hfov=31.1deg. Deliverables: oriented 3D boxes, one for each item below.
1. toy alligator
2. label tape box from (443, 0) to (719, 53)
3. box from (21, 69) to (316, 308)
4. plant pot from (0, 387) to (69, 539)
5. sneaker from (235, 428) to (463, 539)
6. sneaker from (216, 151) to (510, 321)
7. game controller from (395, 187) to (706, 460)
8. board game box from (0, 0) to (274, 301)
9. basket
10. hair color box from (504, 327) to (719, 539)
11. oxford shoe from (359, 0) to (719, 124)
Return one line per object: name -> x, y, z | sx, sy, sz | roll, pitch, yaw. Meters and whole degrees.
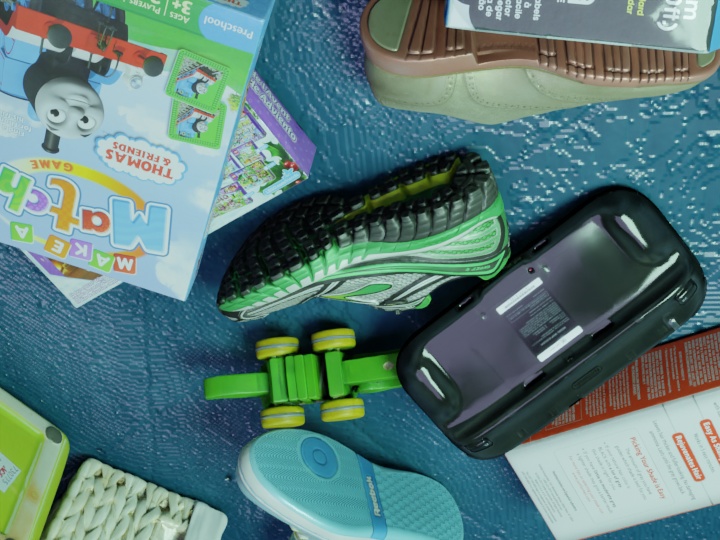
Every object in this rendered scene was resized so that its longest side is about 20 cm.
toy alligator -> -0.007, 0.072, 0.886 | 0.198, 0.060, 0.054 | -8, 170, 5
label tape box -> 0.146, -0.187, 0.641 | 0.198, 0.066, 0.144 | 7, 110, 6
box -> -0.146, -0.073, 0.803 | 0.199, 0.039, 0.137 | -26, 119, 25
plant pot -> -0.330, 0.169, 0.915 | 0.199, 0.201, 0.181 | 40, 116, -19
sneaker -> -0.034, 0.188, 0.931 | 0.199, 0.080, 0.130 | 27, 129, -34
sneaker -> 0.000, 0.000, 0.812 | 0.199, 0.078, 0.086 | -16, 123, 18
game controller -> 0.120, 0.037, 0.825 | 0.200, 0.042, 0.104 | -38, 100, 13
board game box -> -0.147, -0.088, 0.745 | 0.150, 0.037, 0.201 | 18, 127, -4
basket -> -0.210, 0.259, 1.000 | 0.123, 0.136, 0.200 | 31, 125, -10
hair color box -> 0.206, 0.109, 0.872 | 0.199, 0.061, 0.102 | -19, 121, 22
oxford shoe -> 0.099, -0.120, 0.730 | 0.198, 0.071, 0.074 | 5, 152, 4
